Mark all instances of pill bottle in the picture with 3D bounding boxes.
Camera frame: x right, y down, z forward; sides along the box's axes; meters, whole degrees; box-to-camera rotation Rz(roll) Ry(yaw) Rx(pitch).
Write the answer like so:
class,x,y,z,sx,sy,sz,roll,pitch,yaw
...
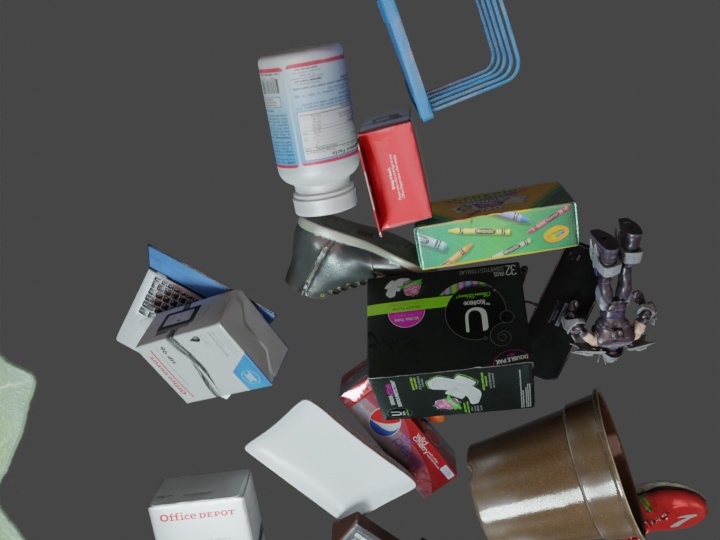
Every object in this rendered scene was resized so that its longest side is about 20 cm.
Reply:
class,x,y,z,sx,sy,sz,roll,pitch,yaw
pill bottle,-0.059,-0.176,1.057,0.107,0.109,0.203,-7,107,6

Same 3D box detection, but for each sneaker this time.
class,x,y,z,sx,sy,sz,roll,pitch,yaw
sneaker,0.401,0.358,1.207,0.197,0.085,0.078,-5,108,5
sneaker,0.000,0.000,1.134,0.198,0.075,0.107,21,113,6

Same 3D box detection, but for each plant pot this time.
class,x,y,z,sx,sy,sz,roll,pitch,yaw
plant pot,0.261,0.285,1.149,0.196,0.201,0.202,-19,106,18

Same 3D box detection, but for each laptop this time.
class,x,y,z,sx,sy,sz,roll,pitch,yaw
laptop,-0.230,0.077,1.144,0.186,0.116,0.201,29,107,-5

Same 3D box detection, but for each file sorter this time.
class,x,y,z,sx,sy,sz,roll,pitch,yaw
file sorter,0.098,-0.270,0.973,0.121,0.200,0.140,-19,105,5

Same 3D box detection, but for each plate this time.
class,x,y,z,sx,sy,sz,roll,pitch,yaw
plate,-0.043,0.268,1.199,0.199,0.032,0.200,39,136,-8

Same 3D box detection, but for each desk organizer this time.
class,x,y,z,sx,sy,sz,roll,pitch,yaw
desk organizer,0.052,0.426,1.248,0.199,0.077,0.072,36,106,-12

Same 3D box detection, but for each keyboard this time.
class,x,y,z,sx,sy,sz,roll,pitch,yaw
keyboard,0.253,0.049,1.155,0.126,0.021,0.202,20,107,-9

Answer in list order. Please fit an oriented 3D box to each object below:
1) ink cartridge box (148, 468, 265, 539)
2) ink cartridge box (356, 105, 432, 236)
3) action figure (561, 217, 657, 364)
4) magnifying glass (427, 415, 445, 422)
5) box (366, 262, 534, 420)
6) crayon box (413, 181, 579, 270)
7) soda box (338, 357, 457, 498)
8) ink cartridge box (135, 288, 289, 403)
class,x,y,z,sx,sy,sz,roll,pitch,yaw
ink cartridge box,-0.220,0.412,1.263,0.144,0.086,0.203,-7,106,5
ink cartridge box,0.043,-0.124,1.019,0.066,0.200,0.118,-13,107,8
action figure,0.335,0.039,1.114,0.128,0.069,0.202,-11,118,-14
magnifying glass,0.100,0.119,1.188,0.078,0.022,0.203,-5,105,6
box,0.113,0.092,1.069,0.197,0.150,0.125,-7,144,8
crayon box,0.168,-0.059,1.074,0.197,0.119,0.059,-9,107,6
soda box,0.054,0.220,1.194,0.063,0.070,0.201,-36,103,13
ink cartridge box,-0.209,0.106,1.107,0.198,0.068,0.116,-16,123,34
